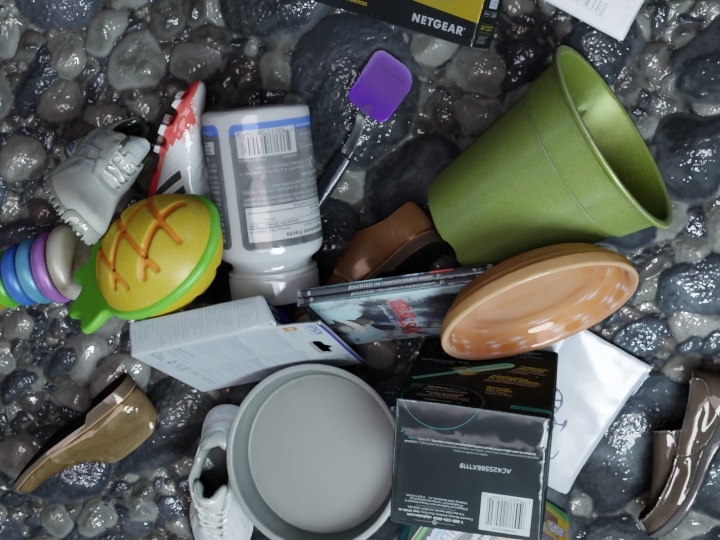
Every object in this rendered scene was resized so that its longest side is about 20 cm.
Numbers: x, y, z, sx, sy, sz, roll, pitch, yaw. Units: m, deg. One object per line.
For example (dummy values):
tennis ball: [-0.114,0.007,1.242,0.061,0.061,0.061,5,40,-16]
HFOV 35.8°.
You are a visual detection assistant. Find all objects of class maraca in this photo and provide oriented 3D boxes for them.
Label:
maraca: [-0.221,-0.007,1.135,0.199,0.138,0.107,-23,136,26]

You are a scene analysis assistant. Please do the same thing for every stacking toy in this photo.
stacking toy: [-0.400,0.011,1.251,0.198,0.085,0.086,-14,102,15]

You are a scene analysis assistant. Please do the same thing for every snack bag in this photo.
snack bag: [0.188,0.134,1.225,0.199,0.021,0.189,30,106,0]

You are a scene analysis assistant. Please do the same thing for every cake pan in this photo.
cake pan: [-0.046,0.201,1.204,0.198,0.037,0.202,0,89,15]

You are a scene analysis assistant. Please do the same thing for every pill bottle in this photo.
pill bottle: [-0.099,-0.069,1.163,0.113,0.114,0.202,-4,100,9]

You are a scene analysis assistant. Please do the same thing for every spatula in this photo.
spatula: [-0.011,-0.135,1.184,0.056,0.021,0.201,37,111,18]

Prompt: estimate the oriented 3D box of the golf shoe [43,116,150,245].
golf shoe: [-0.261,-0.104,1.139,0.097,0.201,0.078,-33,120,13]

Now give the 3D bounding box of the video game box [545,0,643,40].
video game box: [0.212,-0.353,1.087,0.199,0.047,0.183,28,109,1]

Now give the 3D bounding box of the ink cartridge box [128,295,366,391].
ink cartridge box: [-0.112,0.076,1.169,0.198,0.200,0.041,-10,71,10]

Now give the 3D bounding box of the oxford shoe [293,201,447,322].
oxford shoe: [0.000,0.000,1.206,0.199,0.071,0.072,-37,66,18]

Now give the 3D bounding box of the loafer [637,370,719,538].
loafer: [0.343,0.191,1.199,0.071,0.073,0.201,26,101,12]

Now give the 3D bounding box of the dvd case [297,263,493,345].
dvd case: [0.051,0.039,1.149,0.198,0.146,0.022,-6,68,14]

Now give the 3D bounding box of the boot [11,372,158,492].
boot: [-0.320,0.208,1.295,0.200,0.074,0.076,-37,106,13]

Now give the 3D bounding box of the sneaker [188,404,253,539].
sneaker: [-0.167,0.259,1.266,0.077,0.099,0.202,4,104,8]

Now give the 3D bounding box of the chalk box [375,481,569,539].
chalk box: [0.115,0.285,1.222,0.199,0.124,0.125,34,107,0]

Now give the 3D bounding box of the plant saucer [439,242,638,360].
plant saucer: [0.169,0.028,1.080,0.199,0.200,0.038,-23,66,13]

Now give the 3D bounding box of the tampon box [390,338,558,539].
tampon box: [0.119,0.163,1.127,0.148,0.200,0.127,6,105,11]

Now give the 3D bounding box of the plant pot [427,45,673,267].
plant pot: [0.174,-0.083,1.102,0.189,0.200,0.201,-33,98,27]

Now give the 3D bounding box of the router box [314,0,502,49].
router box: [0.051,-0.318,1.083,0.199,0.052,0.159,21,107,23]

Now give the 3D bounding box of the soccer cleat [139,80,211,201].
soccer cleat: [-0.186,-0.104,1.200,0.085,0.069,0.201,17,106,-10]
